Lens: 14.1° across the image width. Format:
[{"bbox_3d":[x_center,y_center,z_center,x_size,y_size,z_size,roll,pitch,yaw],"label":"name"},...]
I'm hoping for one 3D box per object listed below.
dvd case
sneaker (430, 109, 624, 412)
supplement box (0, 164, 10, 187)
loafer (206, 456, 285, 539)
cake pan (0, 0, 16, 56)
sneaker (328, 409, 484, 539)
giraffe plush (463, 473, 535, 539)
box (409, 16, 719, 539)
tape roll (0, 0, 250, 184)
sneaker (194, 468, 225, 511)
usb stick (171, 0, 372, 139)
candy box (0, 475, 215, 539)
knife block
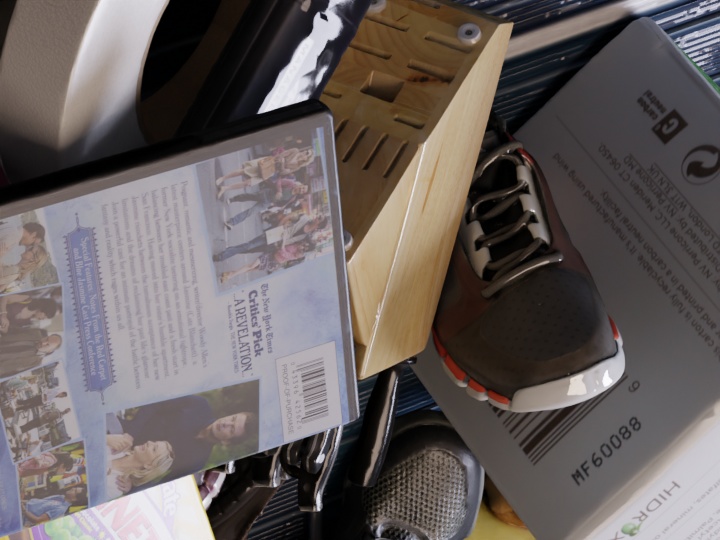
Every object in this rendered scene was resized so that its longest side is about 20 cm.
[{"bbox_3d":[-0.096,0.023,1.118,0.199,0.018,0.143,-17,121,-20],"label":"dvd case"},{"bbox_3d":[0.056,-0.017,1.287,0.077,0.200,0.082,-19,129,-8],"label":"sneaker"},{"bbox_3d":[-0.212,0.023,1.171,0.110,0.086,0.200,-12,150,-27],"label":"supplement box"},{"bbox_3d":[-0.082,0.106,1.408,0.200,0.073,0.071,-47,157,26],"label":"loafer"},{"bbox_3d":[-0.188,-0.134,1.106,0.200,0.037,0.201,-20,139,-19],"label":"cake pan"},{"bbox_3d":[0.010,0.170,1.489,0.076,0.114,0.200,23,116,-18],"label":"sneaker"},{"bbox_3d":[0.140,0.194,1.573,0.199,0.162,0.173,-1,129,-35],"label":"giraffe plush"},{"bbox_3d":[0.151,0.034,1.394,0.200,0.199,0.171,-43,141,8],"label":"box"},{"bbox_3d":[-0.068,-0.103,1.165,0.203,0.037,0.203,-44,151,-32],"label":"tape roll"},{"bbox_3d":[-0.089,0.029,1.283,0.200,0.075,0.116,-56,141,-38],"label":"sneaker"},{"bbox_3d":[-0.041,-0.069,1.159,0.201,0.033,0.055,-61,149,-4],"label":"usb stick"},{"bbox_3d":[-0.109,0.108,1.199,0.102,0.026,0.201,-41,130,-34],"label":"candy box"},{"bbox_3d":[0.000,0.000,1.264,0.200,0.064,0.176,-58,157,-27],"label":"knife block"}]
